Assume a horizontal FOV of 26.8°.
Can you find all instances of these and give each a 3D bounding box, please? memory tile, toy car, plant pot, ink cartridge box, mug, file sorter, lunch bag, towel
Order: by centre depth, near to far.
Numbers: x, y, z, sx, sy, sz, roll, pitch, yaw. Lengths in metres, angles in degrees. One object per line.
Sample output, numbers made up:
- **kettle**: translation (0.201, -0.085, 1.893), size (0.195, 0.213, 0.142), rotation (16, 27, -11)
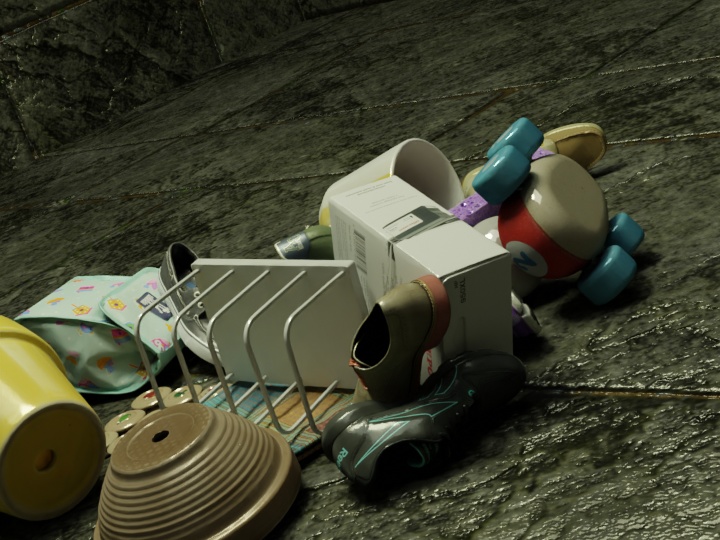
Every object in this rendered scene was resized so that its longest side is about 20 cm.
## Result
- **plant pot**: translation (-0.162, 0.185, 1.360), size (0.200, 0.093, 0.201), rotation (-21, 23, 10)
- **ink cartridge box**: translation (0.058, 0.017, 1.453), size (0.084, 0.145, 0.200), rotation (-21, 34, -24)
- **file sorter**: translation (-0.100, 0.078, 1.486), size (0.200, 0.139, 0.125), rotation (1, 28, 34)
- **towel**: translation (-0.085, 0.143, 1.528), size (0.147, 0.022, 0.200), rotation (-29, 24, -31)
- **plant pot**: translation (-0.369, 0.164, 1.562), size (0.201, 0.201, 0.189), rotation (-31, 35, -31)
- **toy car**: translation (0.165, -0.020, 1.603), size (0.200, 0.184, 0.177), rotation (-45, 6, 27)
- **memory tile**: translation (-0.205, 0.163, 1.647), size (0.200, 0.017, 0.153), rotation (-7, 22, 37)
- **lunch bag**: translation (-0.297, 0.074, 1.858), size (0.199, 0.122, 0.170), rotation (-1, 18, 20)
- **mug**: translation (0.021, -0.068, 1.892), size (0.153, 0.150, 0.186), rotation (-18, 9, 37)

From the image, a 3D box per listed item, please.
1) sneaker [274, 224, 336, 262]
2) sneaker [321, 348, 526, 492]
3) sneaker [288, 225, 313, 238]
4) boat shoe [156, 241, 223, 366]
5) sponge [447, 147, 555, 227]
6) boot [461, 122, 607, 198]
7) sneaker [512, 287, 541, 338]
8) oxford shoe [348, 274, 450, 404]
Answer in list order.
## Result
- **sneaker**: translation (-0.064, 0.032, 1.578), size (0.090, 0.200, 0.067), rotation (-12, 47, -25)
- **sneaker**: translation (0.068, 0.139, 1.347), size (0.200, 0.076, 0.079), rotation (-25, 39, -13)
- **sneaker**: translation (-0.012, 0.007, 1.777), size (0.200, 0.089, 0.077), rotation (23, 87, 40)
- **boat shoe**: translation (-0.187, 0.035, 1.803), size (0.070, 0.066, 0.200), rotation (-5, 37, -27)
- **sponge**: translation (0.154, -0.051, 1.725), size (0.030, 0.112, 0.200), rotation (27, 44, 32)
- **boot**: translation (0.227, -0.115, 1.902), size (0.200, 0.073, 0.155), rotation (-21, 16, 6)
- **sneaker**: translation (0.108, 0.057, 1.551), size (0.083, 0.081, 0.200), rotation (-48, 21, -24)
- **oxford shoe**: translation (0.015, 0.081, 1.375), size (0.075, 0.200, 0.071), rotation (-11, 50, -30)
